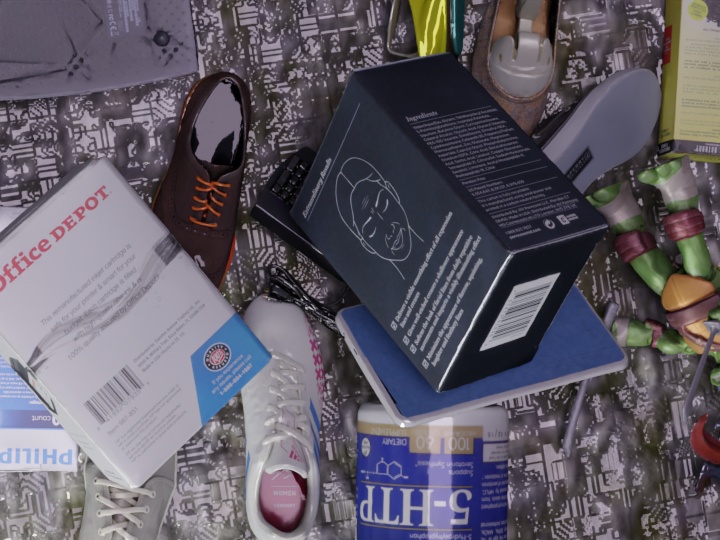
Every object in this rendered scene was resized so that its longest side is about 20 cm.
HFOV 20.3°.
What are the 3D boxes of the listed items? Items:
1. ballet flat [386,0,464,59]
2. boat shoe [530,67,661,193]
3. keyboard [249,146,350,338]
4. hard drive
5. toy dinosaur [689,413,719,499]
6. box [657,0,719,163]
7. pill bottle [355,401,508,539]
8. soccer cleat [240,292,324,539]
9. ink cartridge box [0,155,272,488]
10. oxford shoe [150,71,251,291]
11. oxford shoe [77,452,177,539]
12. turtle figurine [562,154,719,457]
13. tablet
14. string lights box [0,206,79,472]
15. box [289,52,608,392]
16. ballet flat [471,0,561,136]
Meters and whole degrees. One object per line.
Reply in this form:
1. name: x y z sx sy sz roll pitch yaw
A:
1. ballet flat: 0.055 -0.162 1.602 0.067 0.067 0.201 -5 86 12
2. boat shoe: 0.163 -0.096 1.605 0.200 0.066 0.070 -48 129 -26
3. keyboard: 0.000 0.000 1.588 0.199 0.021 0.127 34 68 -6
4. hard drive: -0.232 -0.202 1.561 0.199 0.042 0.136 -8 89 -9
5. toy dinosaur: 0.358 0.185 1.596 0.181 0.200 0.106 25 102 24
6. box: 0.286 -0.190 1.638 0.075 0.050 0.201 3 89 -9
7. pill bottle: 0.055 0.204 1.557 0.119 0.120 0.201 1 88 -9
8. soccer cleat: -0.057 0.117 1.558 0.069 0.086 0.201 -3 89 -9
9. ink cartridge box: -0.188 0.038 1.486 0.145 0.084 0.200 -43 103 -16
10. oxford shoe: -0.125 -0.057 1.559 0.071 0.073 0.201 8 88 -9
11. oxford shoe: -0.183 0.186 1.553 0.075 0.058 0.201 11 85 -6
12. turtle figurine: 0.234 0.022 1.578 0.199 0.144 0.195 -22 88 -12
13. tablet: 0.093 0.054 1.553 0.199 0.014 0.130 -13 46 -21
14. string lights box: -0.264 0.052 1.541 0.102 0.059 0.201 2 88 -9
15. box: 0.062 -0.038 1.498 0.107 0.149 0.200 -16 55 -39
16. ballet flat: 0.130 -0.200 1.605 0.068 0.067 0.201 6 88 -8
